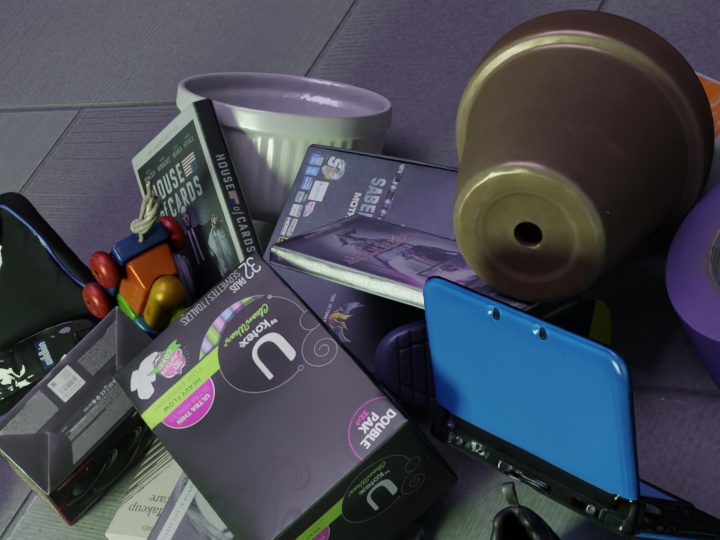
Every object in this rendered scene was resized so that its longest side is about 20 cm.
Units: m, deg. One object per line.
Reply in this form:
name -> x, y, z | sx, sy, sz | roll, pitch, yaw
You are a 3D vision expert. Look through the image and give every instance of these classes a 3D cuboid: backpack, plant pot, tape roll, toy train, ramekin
backpack -> -0.348, 0.041, 1.623 | 0.190, 0.200, 0.154 | -42, 5, 3
plant pot -> 0.145, -0.066, 1.247 | 0.200, 0.201, 0.175 | -9, 26, 30
tape roll -> 0.326, 0.005, 1.217 | 0.200, 0.085, 0.200 | -22, 38, 18
toy train -> -0.168, 0.015, 1.457 | 0.085, 0.200, 0.116 | -31, 78, -24
ramekin -> -0.074, -0.114, 1.579 | 0.199, 0.105, 0.200 | 6, 16, -2

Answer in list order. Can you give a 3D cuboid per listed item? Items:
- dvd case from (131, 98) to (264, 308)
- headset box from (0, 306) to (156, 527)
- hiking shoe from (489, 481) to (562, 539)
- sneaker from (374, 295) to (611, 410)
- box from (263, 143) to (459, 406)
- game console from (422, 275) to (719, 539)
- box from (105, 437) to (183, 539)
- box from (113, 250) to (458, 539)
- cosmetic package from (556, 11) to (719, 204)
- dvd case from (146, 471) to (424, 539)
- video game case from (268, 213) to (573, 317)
dvd case -> -0.139, -0.033, 1.512 | 0.025, 0.201, 0.150 | -14, -9, -32
headset box -> -0.227, 0.129, 1.442 | 0.077, 0.200, 0.149 | 42, 75, 9
hiking shoe -> 0.094, 0.241, 1.120 | 0.076, 0.101, 0.200 | -17, 40, 25
sneaker -> 0.093, 0.056, 1.306 | 0.199, 0.074, 0.082 | -7, 21, -28
box -> 0.000, 0.000, 1.401 | 0.157, 0.051, 0.200 | 12, 66, 21
game console -> 0.147, 0.094, 1.158 | 0.200, 0.170, 0.119 | 24, 99, 49
box -> -0.124, 0.158, 1.404 | 0.082, 0.068, 0.200 | 1, 49, 30
box -> -0.055, 0.116, 1.251 | 0.148, 0.124, 0.200 | -42, 56, -2
cosmetic package -> 0.213, -0.128, 1.375 | 0.200, 0.071, 0.101 | 27, 40, 23
dvd case -> -0.070, 0.226, 1.276 | 0.199, 0.016, 0.149 | 14, 56, 20
video game case -> 0.051, 0.000, 1.286 | 0.200, 0.019, 0.143 | 17, 19, 23
